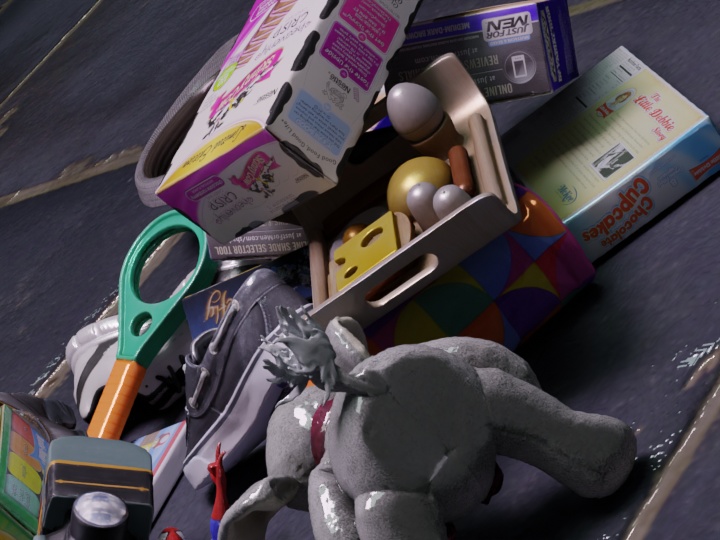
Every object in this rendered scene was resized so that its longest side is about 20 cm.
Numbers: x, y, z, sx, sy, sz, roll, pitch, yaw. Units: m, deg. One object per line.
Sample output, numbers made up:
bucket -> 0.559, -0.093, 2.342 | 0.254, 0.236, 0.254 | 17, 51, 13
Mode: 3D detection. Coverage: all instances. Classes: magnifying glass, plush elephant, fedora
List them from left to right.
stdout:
magnifying glass -> -0.156, 0.047, 1.633 | 0.079, 0.022, 0.201 | 3, 66, 40
fedora -> -0.097, -0.109, 1.917 | 0.176, 0.090, 0.201 | -19, 34, 45
plush elephant -> 0.010, 0.103, 1.208 | 0.165, 0.200, 0.155 | -54, 6, -20

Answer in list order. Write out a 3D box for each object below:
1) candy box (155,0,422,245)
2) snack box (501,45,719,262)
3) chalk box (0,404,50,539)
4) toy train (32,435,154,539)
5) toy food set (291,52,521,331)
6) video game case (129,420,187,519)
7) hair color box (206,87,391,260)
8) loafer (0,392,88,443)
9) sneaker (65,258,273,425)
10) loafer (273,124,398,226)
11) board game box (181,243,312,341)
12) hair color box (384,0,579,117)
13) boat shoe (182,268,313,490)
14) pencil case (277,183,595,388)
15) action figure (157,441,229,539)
candy box -> -0.036, -0.126, 1.428 | 0.136, 0.061, 0.201 | -26, 34, 52
snack box -> 0.160, -0.078, 1.495 | 0.116, 0.037, 0.200 | -36, 20, 4
chalk box -> -0.218, 0.180, 1.419 | 0.200, 0.124, 0.125 | -43, 20, 11
toy train -> -0.154, 0.189, 1.275 | 0.085, 0.201, 0.114 | 6, 33, -9
toy food set -> 0.012, -0.043, 1.341 | 0.143, 0.060, 0.200 | -35, 24, 14
video game case -> -0.209, 0.180, 1.595 | 0.199, 0.017, 0.143 | -22, 25, 36
hair color box -> -0.031, -0.075, 1.665 | 0.108, 0.065, 0.200 | -4, 23, 20
loafer -> -0.233, 0.130, 1.584 | 0.073, 0.072, 0.200 | -70, 17, 2
sneaker -> -0.126, 0.057, 1.668 | 0.199, 0.074, 0.080 | -29, 44, 23
loafer -> -0.017, -0.051, 1.507 | 0.199, 0.072, 0.073 | -11, 5, 19
board game box -> 0.000, 0.000, 1.502 | 0.199, 0.035, 0.135 | -22, -10, 38
hair color box -> 0.082, -0.145, 1.546 | 0.108, 0.065, 0.200 | -9, 7, 11
boat shoe -> -0.079, 0.068, 1.441 | 0.072, 0.068, 0.200 | -35, -14, -33
pencil case -> 0.047, 0.037, 1.378 | 0.200, 0.089, 0.088 | -40, 20, -10
action figure -> -0.095, 0.168, 1.315 | 0.065, 0.100, 0.200 | -8, 14, -13
